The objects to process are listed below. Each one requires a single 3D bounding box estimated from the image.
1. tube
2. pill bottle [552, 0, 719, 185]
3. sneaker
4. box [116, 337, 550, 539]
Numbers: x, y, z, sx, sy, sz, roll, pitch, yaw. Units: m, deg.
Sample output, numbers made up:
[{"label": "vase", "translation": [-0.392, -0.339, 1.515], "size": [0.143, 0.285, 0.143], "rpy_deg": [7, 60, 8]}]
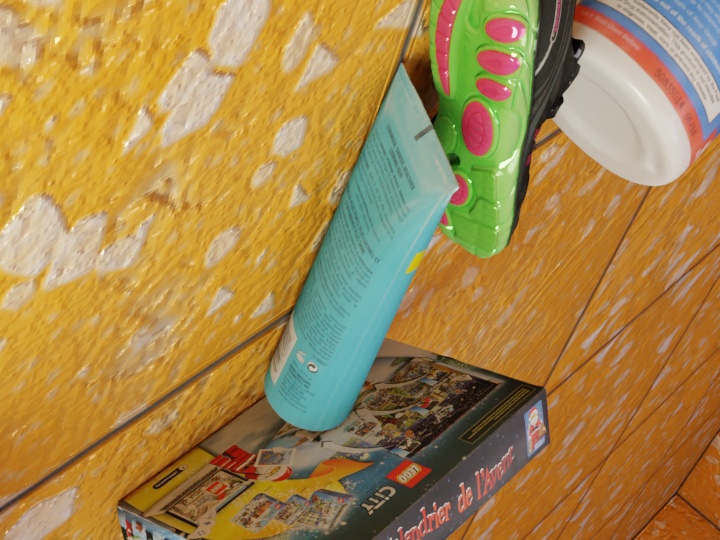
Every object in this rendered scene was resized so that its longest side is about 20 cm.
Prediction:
[{"label": "tube", "translation": [0.000, 0.000, 0.733], "size": [0.050, 0.078, 0.201], "rpy_deg": [-7, 142, -28]}, {"label": "pill bottle", "translation": [0.189, -0.152, 0.799], "size": [0.200, 0.112, 0.112], "rpy_deg": [-46, 161, -11]}, {"label": "sneaker", "translation": [0.072, -0.079, 0.725], "size": [0.083, 0.077, 0.201], "rpy_deg": [-35, 157, -27]}, {"label": "box", "translation": [-0.010, 0.107, 0.789], "size": [0.199, 0.135, 0.038], "rpy_deg": [-34, 127, -39]}]
